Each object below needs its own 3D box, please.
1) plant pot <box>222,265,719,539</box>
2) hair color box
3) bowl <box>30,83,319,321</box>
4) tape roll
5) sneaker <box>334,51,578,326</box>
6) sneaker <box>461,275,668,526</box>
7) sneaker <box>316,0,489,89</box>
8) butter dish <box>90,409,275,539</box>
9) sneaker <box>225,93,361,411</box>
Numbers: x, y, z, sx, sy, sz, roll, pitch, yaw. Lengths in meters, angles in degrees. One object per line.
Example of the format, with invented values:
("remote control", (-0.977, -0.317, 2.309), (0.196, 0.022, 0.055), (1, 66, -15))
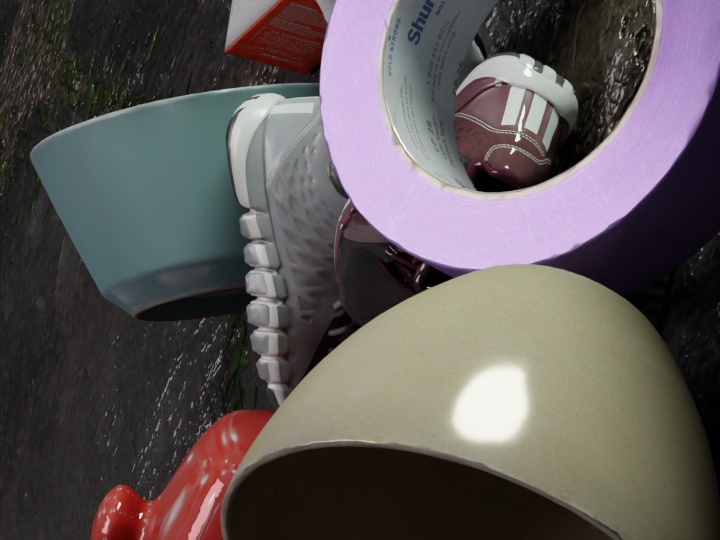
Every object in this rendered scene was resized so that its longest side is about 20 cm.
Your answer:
("plant pot", (0.061, 0.078, 1.177), (0.200, 0.200, 0.135), (-46, 16, 54))
("hair color box", (-0.016, -0.200, 1.766), (0.200, 0.061, 0.102), (148, 134, -64))
("bowl", (-0.085, -0.032, 1.683), (0.201, 0.200, 0.106), (154, 109, -65))
("tape roll", (0.082, -0.088, 1.258), (0.199, 0.066, 0.201), (-12, 68, 31))
("sneaker", (0.032, -0.011, 1.440), (0.200, 0.075, 0.116), (-56, 11, 43))
("sneaker", (0.080, 0.056, 1.310), (0.082, 0.070, 0.201), (8, 76, 67))
("sneaker", (0.023, -0.114, 1.473), (0.200, 0.076, 0.081), (47, -139, -58))
("butter dish", (-0.064, 0.148, 1.473), (0.199, 0.147, 0.201), (-74, 1, -81))
("sneaker", (0.000, 0.000, 1.567), (0.075, 0.115, 0.201), (-37, -61, -63))
